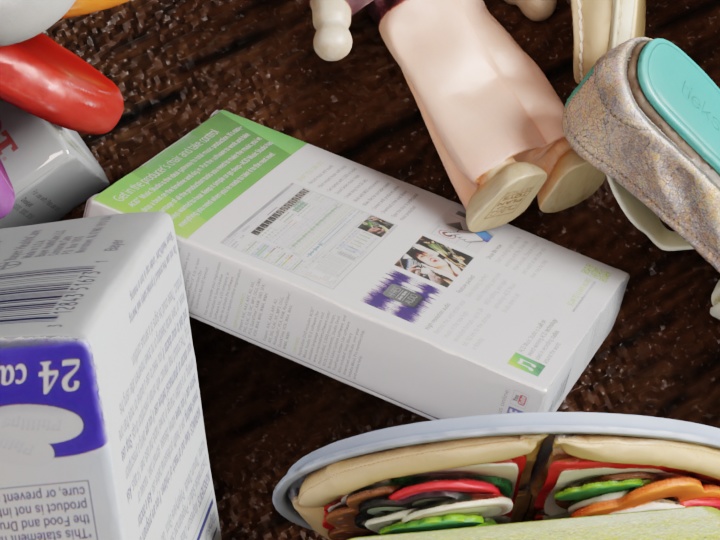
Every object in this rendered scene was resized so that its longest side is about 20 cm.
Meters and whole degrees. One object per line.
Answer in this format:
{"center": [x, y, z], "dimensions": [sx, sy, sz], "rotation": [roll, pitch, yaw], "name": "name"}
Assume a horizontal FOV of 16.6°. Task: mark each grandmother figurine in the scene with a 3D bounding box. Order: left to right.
{"center": [0.026, -0.113, 1.071], "dimensions": [0.061, 0.121, 0.200], "rotation": [-47, 63, 42], "name": "grandmother figurine"}

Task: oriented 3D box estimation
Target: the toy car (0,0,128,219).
{"center": [-0.171, -0.091, 0.980], "dimensions": [0.200, 0.175, 0.150], "rotation": [-36, 114, 0], "name": "toy car"}

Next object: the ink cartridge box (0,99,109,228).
{"center": [-0.233, -0.045, 1.087], "dimensions": [0.200, 0.085, 0.145], "rotation": [-35, 79, 2], "name": "ink cartridge box"}

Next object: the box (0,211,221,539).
{"center": [-0.117, 0.098, 0.900], "dimensions": [0.105, 0.184, 0.200], "rotation": [-6, 103, 6], "name": "box"}

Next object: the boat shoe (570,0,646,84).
{"center": [0.086, -0.168, 1.072], "dimensions": [0.069, 0.074, 0.200], "rotation": [-4, 70, 5], "name": "boat shoe"}

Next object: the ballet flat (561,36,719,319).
{"center": [0.160, -0.016, 1.031], "dimensions": [0.200, 0.068, 0.067], "rotation": [46, 133, -12], "name": "ballet flat"}

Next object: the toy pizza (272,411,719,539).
{"center": [0.066, 0.095, 0.961], "dimensions": [0.200, 0.200, 0.032], "rotation": [-4, 71, 7], "name": "toy pizza"}

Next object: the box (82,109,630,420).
{"center": [0.000, 0.000, 1.019], "dimensions": [0.200, 0.144, 0.036], "rotation": [24, 114, 11], "name": "box"}

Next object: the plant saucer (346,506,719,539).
{"center": [0.072, 0.137, 0.959], "dimensions": [0.200, 0.200, 0.048], "rotation": [-6, 69, 7], "name": "plant saucer"}
